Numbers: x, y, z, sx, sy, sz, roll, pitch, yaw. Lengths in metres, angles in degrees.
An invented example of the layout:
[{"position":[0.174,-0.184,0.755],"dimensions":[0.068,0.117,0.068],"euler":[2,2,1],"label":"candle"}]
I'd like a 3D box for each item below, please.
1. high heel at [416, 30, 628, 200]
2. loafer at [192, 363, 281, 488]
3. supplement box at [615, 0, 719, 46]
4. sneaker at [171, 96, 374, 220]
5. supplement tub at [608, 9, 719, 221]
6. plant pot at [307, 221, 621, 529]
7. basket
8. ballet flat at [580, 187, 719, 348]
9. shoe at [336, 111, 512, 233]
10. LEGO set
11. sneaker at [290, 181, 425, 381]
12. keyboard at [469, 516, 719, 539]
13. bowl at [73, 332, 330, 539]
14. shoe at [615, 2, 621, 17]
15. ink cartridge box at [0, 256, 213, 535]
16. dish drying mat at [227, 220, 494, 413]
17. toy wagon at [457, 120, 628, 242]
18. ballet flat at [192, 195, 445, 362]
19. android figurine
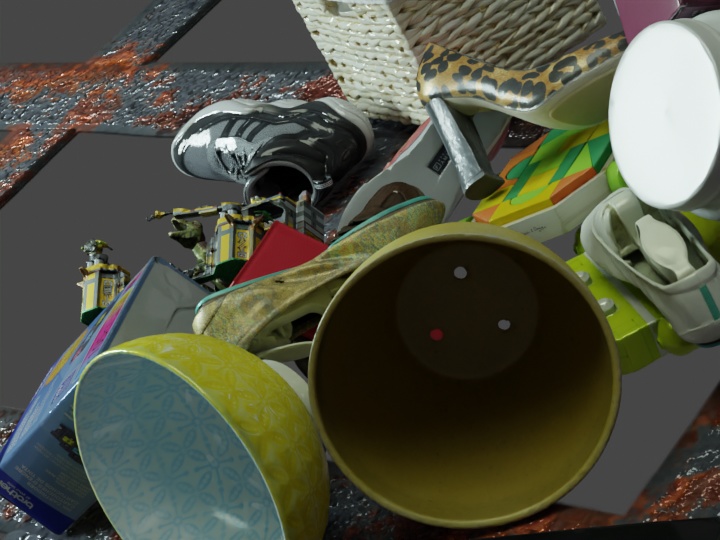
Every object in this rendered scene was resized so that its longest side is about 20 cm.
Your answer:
[{"position":[0.129,-0.163,1.635],"dimensions":[0.200,0.071,0.143],"euler":[-36,55,22],"label":"high heel"},{"position":[-0.093,0.095,1.585],"dimensions":[0.073,0.071,0.200],"euler":[-22,30,6],"label":"loafer"},{"position":[0.281,-0.229,1.530],"dimensions":[0.199,0.132,0.103],"euler":[-9,-18,-16],"label":"supplement box"},{"position":[-0.093,-0.092,1.873],"dimensions":[0.199,0.076,0.114],"euler":[-4,33,29],"label":"sneaker"},{"position":[0.283,-0.104,1.464],"dimensions":[0.199,0.141,0.140],"euler":[-2,18,-30],"label":"supplement tub"},{"position":[0.070,0.049,1.433],"dimensions":[0.199,0.201,0.142],"euler":[-20,16,11],"label":"plant pot"},{"position":[0.070,-0.237,1.871],"dimensions":[0.200,0.162,0.198],"euler":[-35,24,-19],"label":"basket"},{"position":[0.198,-0.019,1.463],"dimensions":[0.069,0.070,0.200],"euler":[-28,31,-5],"label":"ballet flat"},{"position":[0.056,-0.071,1.744],"dimensions":[0.200,0.071,0.091],"euler":[-52,-7,-3],"label":"shoe"},{"position":[-0.119,-0.014,1.681],"dimensions":[0.199,0.153,0.117],"euler":[-24,53,36],"label":"LEGO set"},{"position":[0.000,0.000,1.615],"dimensions":[0.070,0.076,0.201],"euler":[-14,45,35],"label":"sneaker"},{"position":[0.121,0.199,1.309],"dimensions":[0.199,0.021,0.127],"euler":[-10,28,28],"label":"keyboard"},{"position":[-0.084,0.118,1.432],"dimensions":[0.199,0.201,0.107],"euler":[8,32,45],"label":"bowl"},{"position":[0.256,-0.184,1.635],"dimensions":[0.090,0.201,0.071],"euler":[-23,-2,-3],"label":"shoe"},{"position":[-0.194,0.101,1.596],"dimensions":[0.200,0.076,0.137],"euler":[-46,13,39],"label":"ink cartridge box"},{"position":[0.007,0.035,1.548],"dimensions":[0.199,0.018,0.077],"euler":[26,59,13],"label":"dish drying mat"},{"position":[0.159,-0.078,1.658],"dimensions":[0.155,0.040,0.200],"euler":[-21,21,36],"label":"toy wagon"},{"position":[-0.019,0.017,1.508],"dimensions":[0.199,0.071,0.071],"euler":[-25,29,-12],"label":"ballet flat"},{"position":[0.208,0.007,1.524],"dimensions":[0.199,0.041,0.182],"euler":[-26,30,-3],"label":"android figurine"}]
